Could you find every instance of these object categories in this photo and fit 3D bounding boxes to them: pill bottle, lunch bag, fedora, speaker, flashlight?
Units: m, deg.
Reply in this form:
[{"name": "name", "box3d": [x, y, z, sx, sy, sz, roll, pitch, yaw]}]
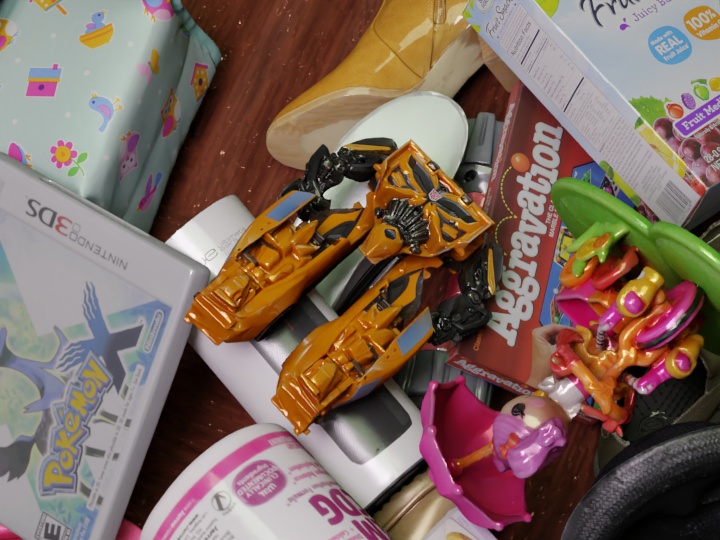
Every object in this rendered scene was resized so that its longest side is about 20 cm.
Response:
[{"name": "pill bottle", "box3d": [-0.021, 0.191, 1.610, 0.113, 0.113, 0.200, -41, 69, -11]}, {"name": "lunch bag", "box3d": [-0.215, -0.109, 1.831, 0.199, 0.122, 0.171, 14, 71, 23]}, {"name": "fedora", "box3d": [0.203, 0.144, 1.656, 0.200, 0.201, 0.092, -19, 33, -1]}, {"name": "speaker", "box3d": [-0.042, 0.053, 1.700, 0.081, 0.081, 0.200, -39, 82, -10]}, {"name": "flashlight", "box3d": [0.062, -0.001, 1.773, 0.068, 0.068, 0.201, -4, 63, 29]}]

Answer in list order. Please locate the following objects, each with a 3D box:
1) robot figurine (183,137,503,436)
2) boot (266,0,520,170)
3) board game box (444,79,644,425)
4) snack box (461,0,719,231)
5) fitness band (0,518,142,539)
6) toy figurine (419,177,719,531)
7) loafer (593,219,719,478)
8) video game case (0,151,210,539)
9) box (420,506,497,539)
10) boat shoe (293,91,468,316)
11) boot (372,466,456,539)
[{"name": "robot figurine", "box3d": [0.000, 0.000, 1.662, 0.145, 0.058, 0.200, 45, 55, 5]}, {"name": "boot", "box3d": [0.026, -0.154, 1.856, 0.200, 0.071, 0.144, -21, 48, 13]}, {"name": "board game box", "box3d": [0.120, -0.014, 1.759, 0.103, 0.019, 0.201, 23, 61, -15]}, {"name": "snack box", "box3d": [0.190, -0.139, 1.771, 0.168, 0.068, 0.200, -32, 71, -34]}, {"name": "fitness band", "box3d": [-0.204, 0.214, 1.727, 0.199, 0.037, 0.144, -5, 65, 7]}, {"name": "toy figurine", "box3d": [0.117, 0.065, 1.595, 0.150, 0.200, 0.184, 44, 80, -15]}, {"name": "loafer", "box3d": [0.204, 0.047, 1.728, 0.075, 0.070, 0.201, 22, 71, 17]}, {"name": "video game case", "box3d": [-0.191, 0.054, 1.711, 0.182, 0.022, 0.201, 28, 105, 32]}, {"name": "box", "box3d": [0.107, 0.221, 1.626, 0.200, 0.039, 0.041, 48, 59, 4]}, {"name": "boat shoe", "box3d": [-0.006, -0.026, 1.778, 0.071, 0.064, 0.200, 40, 88, 9]}, {"name": "boot", "box3d": [0.067, 0.227, 1.673, 0.175, 0.066, 0.200, -40, 68, -3]}]
